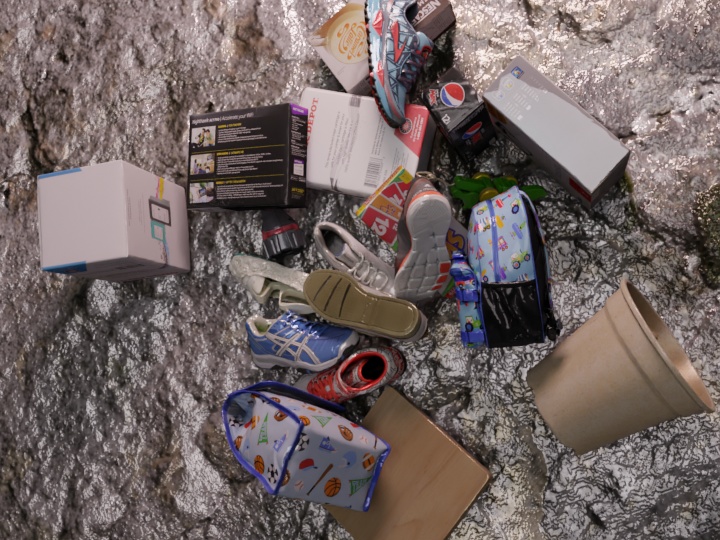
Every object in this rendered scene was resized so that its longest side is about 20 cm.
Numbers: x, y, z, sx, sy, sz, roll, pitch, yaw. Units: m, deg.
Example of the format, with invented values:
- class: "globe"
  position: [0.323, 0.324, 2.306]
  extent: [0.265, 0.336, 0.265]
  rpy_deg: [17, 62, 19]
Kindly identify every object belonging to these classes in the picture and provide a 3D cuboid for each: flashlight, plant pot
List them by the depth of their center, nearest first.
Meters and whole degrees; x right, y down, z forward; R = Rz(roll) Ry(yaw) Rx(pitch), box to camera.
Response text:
- class: "plant pot"
  position: [0.331, 0.144, 1.102]
  extent: [0.183, 0.200, 0.201]
  rpy_deg: [-36, 77, 21]
- class: "flashlight"
  position: [-0.144, -0.118, 1.295]
  extent: [0.067, 0.068, 0.201]
  rpy_deg: [-22, 83, 30]

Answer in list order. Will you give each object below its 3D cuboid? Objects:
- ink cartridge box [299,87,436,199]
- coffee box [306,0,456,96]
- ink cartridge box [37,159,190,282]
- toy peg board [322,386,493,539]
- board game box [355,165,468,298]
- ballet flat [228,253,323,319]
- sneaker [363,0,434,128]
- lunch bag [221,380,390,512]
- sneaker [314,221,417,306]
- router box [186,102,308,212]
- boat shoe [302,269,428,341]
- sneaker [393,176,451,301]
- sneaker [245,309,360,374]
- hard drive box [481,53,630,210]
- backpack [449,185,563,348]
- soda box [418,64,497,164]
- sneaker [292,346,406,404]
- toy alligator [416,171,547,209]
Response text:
- class: "ink cartridge box"
  position: [0.001, -0.184, 1.257]
  extent: [0.199, 0.084, 0.145]
  rpy_deg: [13, 89, 14]
- class: "coffee box"
  position: [0.034, -0.367, 1.267]
  extent: [0.200, 0.080, 0.115]
  rpy_deg: [-38, 78, 8]
- class: "ink cartridge box"
  position: [-0.376, -0.068, 1.285]
  extent: [0.146, 0.200, 0.147]
  rpy_deg: [-8, 82, 14]
- class: "toy peg board"
  position: [0.071, 0.312, 1.204]
  extent: [0.199, 0.098, 0.200]
  rpy_deg: [39, 95, 30]
- class: "board game box"
  position: [0.096, -0.050, 1.201]
  extent: [0.200, 0.030, 0.096]
  rpy_deg: [42, 98, -20]
- class: "ballet flat"
  position: [-0.123, 0.026, 1.271]
  extent: [0.199, 0.072, 0.072]
  rpy_deg: [15, 89, 16]
- class: "sneaker"
  position: [0.058, -0.304, 1.174]
  extent: [0.095, 0.079, 0.201]
  rpy_deg: [-6, 84, 8]
- class: "lunch bag"
  position: [-0.085, 0.234, 1.154]
  extent: [0.200, 0.170, 0.124]
  rpy_deg: [19, 85, 55]
- class: "sneaker"
  position: [0.000, 0.000, 1.240]
  extent: [0.200, 0.087, 0.075]
  rpy_deg: [38, 92, 13]
- class: "router box"
  position: [-0.173, -0.166, 1.249]
  extent: [0.199, 0.051, 0.150]
  rpy_deg: [1, 89, 32]
- class: "boat shoe"
  position: [0.006, 0.058, 1.187]
  extent: [0.199, 0.068, 0.075]
  rpy_deg: [23, 80, 31]
- class: "sneaker"
  position: [0.084, -0.044, 1.154]
  extent: [0.077, 0.201, 0.082]
  rpy_deg: [-1, 43, -13]
- class: "sneaker"
  position: [-0.093, 0.102, 1.226]
  extent: [0.199, 0.076, 0.077]
  rpy_deg: [-6, 117, 31]
- class: "hard drive box"
  position: [0.272, -0.187, 1.151]
  extent: [0.200, 0.156, 0.077]
  rpy_deg: [45, 97, 15]
- class: "backpack"
  position: [0.190, -0.008, 1.125]
  extent: [0.134, 0.183, 0.201]
  rpy_deg: [-9, 99, 10]
- class: "soda box"
  position: [0.141, -0.214, 1.163]
  extent: [0.063, 0.200, 0.071]
  rpy_deg: [-38, 77, 8]
- class: "sneaker"
  position: [-0.034, 0.163, 1.223]
  extent: [0.200, 0.108, 0.068]
  rpy_deg: [-22, 80, 12]
- class: "toy alligator"
  position: [0.171, -0.107, 1.202]
  extent: [0.199, 0.059, 0.055]
  rpy_deg: [5, 123, -11]
